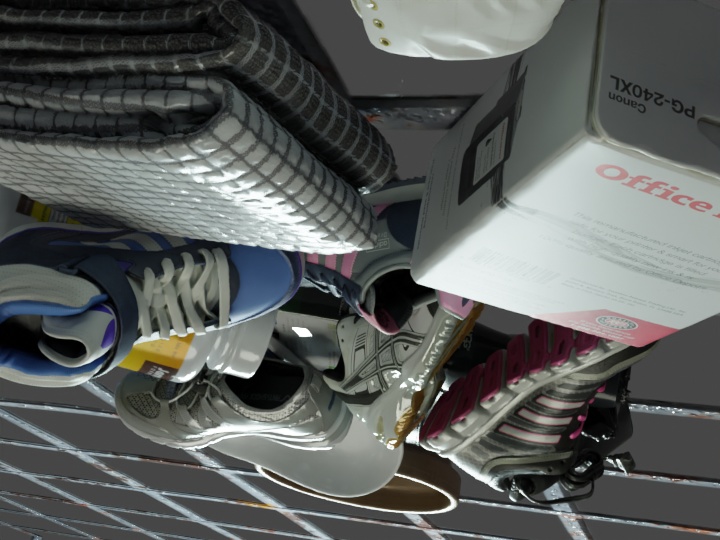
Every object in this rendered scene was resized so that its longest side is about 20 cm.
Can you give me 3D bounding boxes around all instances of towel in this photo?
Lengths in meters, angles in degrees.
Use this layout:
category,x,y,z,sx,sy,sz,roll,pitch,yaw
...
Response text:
category,x,y,z,sx,sy,sz,roll,pitch,yaw
towel,-0.100,-0.074,0.611,0.197,0.087,0.165,6,167,27

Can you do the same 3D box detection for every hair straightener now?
category,x,y,z,sx,sy,sz,roll,pitch,yaw
hair straightener,0.179,0.145,0.966,0.076,0.042,0.199,-7,-176,34

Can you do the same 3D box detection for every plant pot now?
category,x,y,z,sx,sy,sz,roll,pitch,yaw
plant pot,0.002,0.164,1.158,0.198,0.094,0.201,9,159,3

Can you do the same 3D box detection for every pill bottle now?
category,x,y,z,sx,sy,sz,roll,pitch,yaw
pill bottle,-0.158,0.009,0.817,0.198,0.111,0.109,18,159,-16

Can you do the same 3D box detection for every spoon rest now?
category,x,y,z,sx,sy,sz,roll,pitch,yaw
spoon rest,-0.061,0.138,1.013,0.197,0.061,0.101,14,118,0

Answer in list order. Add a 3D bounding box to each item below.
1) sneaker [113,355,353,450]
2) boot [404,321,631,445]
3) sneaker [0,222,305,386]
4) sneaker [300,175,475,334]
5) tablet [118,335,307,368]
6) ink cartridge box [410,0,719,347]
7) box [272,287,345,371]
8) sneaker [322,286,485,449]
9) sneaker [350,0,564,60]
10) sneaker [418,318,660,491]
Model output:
category,x,y,z,sx,sy,sz,roll,pitch,yaw
sneaker,-0.106,0.090,0.944,0.197,0.076,0.082,-2,144,17
boot,0.122,0.103,0.959,0.166,0.077,0.201,13,153,5
sneaker,-0.125,0.023,0.687,0.197,0.082,0.147,0,-157,-8
sneaker,0.000,0.000,0.750,0.070,0.083,0.199,24,156,-34
tablet,-0.143,0.066,0.996,0.197,0.014,0.130,5,159,21
ink cartridge box,0.128,-0.040,0.576,0.143,0.085,0.200,17,158,-14
box,-0.099,0.032,0.954,0.197,0.037,0.145,9,159,2
sneaker,0.024,0.040,0.823,0.087,0.076,0.201,38,135,13
sneaker,-0.010,-0.127,0.440,0.197,0.075,0.116,12,156,-5
sneaker,0.136,0.088,0.833,0.087,0.074,0.199,43,119,-16
